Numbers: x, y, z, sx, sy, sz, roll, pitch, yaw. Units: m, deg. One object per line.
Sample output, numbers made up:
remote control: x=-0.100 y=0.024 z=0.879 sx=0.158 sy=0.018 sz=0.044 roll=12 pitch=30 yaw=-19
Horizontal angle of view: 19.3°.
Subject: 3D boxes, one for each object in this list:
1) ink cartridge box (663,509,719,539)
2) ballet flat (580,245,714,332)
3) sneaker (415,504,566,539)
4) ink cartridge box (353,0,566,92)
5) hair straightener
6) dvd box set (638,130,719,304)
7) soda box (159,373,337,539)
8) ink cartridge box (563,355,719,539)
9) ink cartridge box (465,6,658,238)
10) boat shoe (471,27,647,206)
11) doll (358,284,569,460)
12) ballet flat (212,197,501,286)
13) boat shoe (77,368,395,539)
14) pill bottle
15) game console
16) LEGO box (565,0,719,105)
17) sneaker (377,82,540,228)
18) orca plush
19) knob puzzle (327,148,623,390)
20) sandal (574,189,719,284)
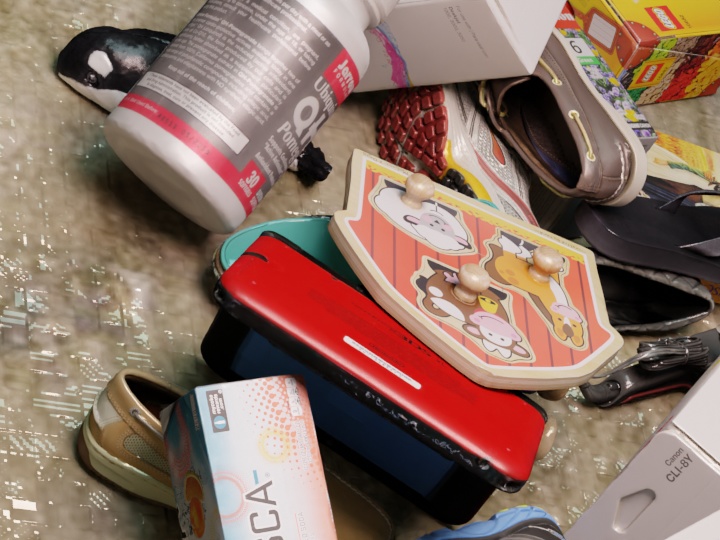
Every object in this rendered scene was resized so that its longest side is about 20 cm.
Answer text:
ink cartridge box: x=0.179 y=0.215 z=1.183 sx=0.145 sy=0.200 sz=0.088 roll=-20 pitch=65 yaw=-43
ballet flat: x=0.166 y=0.017 z=1.462 sx=0.199 sy=0.067 sz=0.057 roll=-8 pitch=22 yaw=-39
sneaker: x=0.063 y=0.196 z=1.226 sx=0.199 sy=0.071 sz=0.083 roll=-15 pitch=53 yaw=-44
ink cartridge box: x=0.046 y=-0.205 z=1.484 sx=0.085 sy=0.199 sz=0.145 roll=54 pitch=48 yaw=-36
hair straightener: x=0.225 y=0.053 z=1.460 sx=0.199 sy=0.077 sz=0.041 roll=-5 pitch=54 yaw=-35
dvd box set: x=0.270 y=-0.034 z=1.607 sx=0.199 sy=0.029 sz=0.147 roll=19 pitch=43 yaw=-15
soda box: x=-0.051 y=0.161 z=1.137 sx=0.068 sy=0.064 sz=0.201 roll=-6 pitch=76 yaw=-26
ink cartridge box: x=0.230 y=0.117 z=1.351 sx=0.083 sy=0.145 sz=0.200 roll=41 pitch=42 yaw=9
ink cartridge box: x=0.125 y=-0.133 z=1.553 sx=0.050 sy=0.109 sz=0.201 roll=-5 pitch=53 yaw=-39
boat shoe: x=0.119 y=-0.120 z=1.473 sx=0.059 sy=0.072 sz=0.200 roll=-1 pitch=44 yaw=-44
doll: x=0.039 y=0.048 z=1.333 sx=0.199 sy=0.048 sz=0.137 roll=22 pitch=83 yaw=-23
ballet flat: x=0.000 y=0.000 z=1.376 sx=0.198 sy=0.074 sz=0.075 roll=-6 pitch=51 yaw=-13
boat shoe: x=-0.063 y=0.117 z=1.221 sx=0.199 sy=0.076 sz=0.072 roll=23 pitch=40 yaw=-11
pill bottle: x=-0.064 y=-0.131 z=1.366 sx=0.110 sy=0.111 sz=0.200 roll=38 pitch=78 yaw=7
game console: x=-0.006 y=0.082 z=1.216 sx=0.199 sy=0.119 sz=0.172 roll=32 pitch=18 yaw=1
LEGO box: x=0.205 y=-0.234 z=1.725 sx=0.148 sy=0.077 sz=0.201 roll=-10 pitch=57 yaw=-38
sneaker: x=0.073 y=-0.071 z=1.500 sx=0.082 sy=0.078 sz=0.201 roll=6 pitch=54 yaw=-38
orca plush: x=-0.102 y=-0.123 z=1.433 sx=0.199 sy=0.071 sz=0.105 roll=32 pitch=41 yaw=-1
knob puzzle: x=0.075 y=0.002 z=1.269 sx=0.218 sy=0.031 sz=0.220 roll=23 pitch=28 yaw=-13
sandal: x=0.240 y=-0.028 z=1.508 sx=0.199 sy=0.043 sz=0.076 roll=4 pitch=41 yaw=-40
